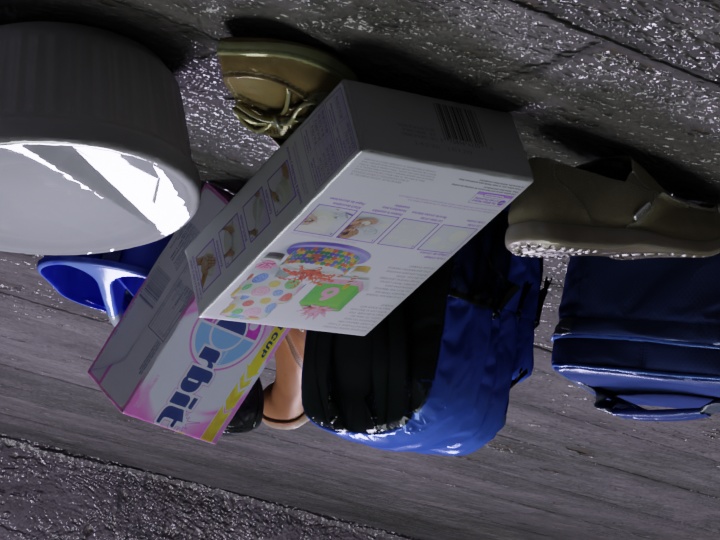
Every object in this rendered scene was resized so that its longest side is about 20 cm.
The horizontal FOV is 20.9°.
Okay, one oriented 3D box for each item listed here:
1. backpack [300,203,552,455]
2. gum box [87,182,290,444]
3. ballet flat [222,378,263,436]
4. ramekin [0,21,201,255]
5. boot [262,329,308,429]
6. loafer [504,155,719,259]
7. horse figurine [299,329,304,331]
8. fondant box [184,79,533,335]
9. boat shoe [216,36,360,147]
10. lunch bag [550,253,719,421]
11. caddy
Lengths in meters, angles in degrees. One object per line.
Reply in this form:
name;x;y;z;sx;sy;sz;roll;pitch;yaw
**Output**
backpack;0.054;0.040;1.462;0.167;0.202;0.162;21;162;-39
gum box;-0.121;0.033;1.608;0.113;0.201;0.066;24;-168;-47
ballet flat;-0.131;0.060;1.758;0.056;0.201;0.067;5;137;-27
ramekin;-0.205;-0.088;1.297;0.200;0.095;0.203;-1;160;0
boot;-0.066;0.057;1.747;0.156;0.077;0.200;56;152;-7
loafer;0.180;-0.043;1.323;0.199;0.069;0.075;1;178;-43
horse figurine;0.000;0.000;1.559;0.199;0.134;0.050;27;155;-16
fondant box;-0.004;-0.035;1.281;0.143;0.059;0.200;8;142;-37
boat shoe;-0.035;-0.095;1.270;0.072;0.064;0.201;5;166;22
lunch bag;0.239;0.049;1.502;0.198;0.134;0.136;1;164;33
caddy;-0.200;-0.001;1.695;0.140;0.106;0.200;10;167;8
